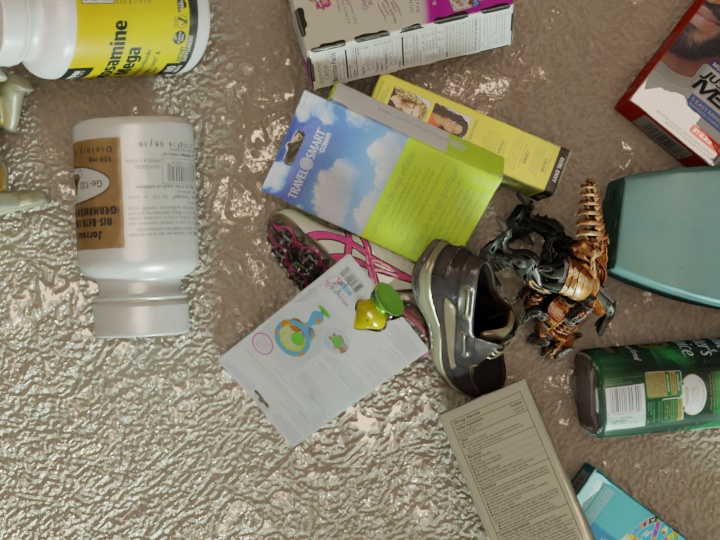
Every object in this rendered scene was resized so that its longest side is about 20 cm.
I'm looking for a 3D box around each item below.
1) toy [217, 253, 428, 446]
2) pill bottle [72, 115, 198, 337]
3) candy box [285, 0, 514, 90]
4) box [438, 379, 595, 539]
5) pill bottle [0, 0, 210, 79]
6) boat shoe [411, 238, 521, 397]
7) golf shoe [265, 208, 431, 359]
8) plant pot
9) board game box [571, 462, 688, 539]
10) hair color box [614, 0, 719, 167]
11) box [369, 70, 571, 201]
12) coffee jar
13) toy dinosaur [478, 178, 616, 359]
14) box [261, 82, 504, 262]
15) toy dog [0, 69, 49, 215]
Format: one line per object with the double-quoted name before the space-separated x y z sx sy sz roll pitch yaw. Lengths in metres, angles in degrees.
"toy" -0.032 0.073 1.293 0.115 0.047 0.200 50 127 -3
"pill bottle" -0.209 -0.040 1.272 0.114 0.114 0.202 -3 90 -5
"candy box" 0.032 -0.259 1.289 0.199 0.061 0.137 -13 57 -5
"box" 0.156 0.214 1.287 0.094 0.078 0.201 -22 75 6
"pill bottle" -0.246 -0.231 1.231 0.199 0.112 0.113 -9 91 -36
"boat shoe" 0.107 0.056 1.269 0.073 0.200 0.075 13 56 34
"golf shoe" 0.000 0.000 1.320 0.200 0.073 0.092 36 55 1
"plant pot" 0.338 -0.031 1.306 0.199 0.141 0.142 7 89 -2
"board game box" 0.261 0.312 1.343 0.200 0.047 0.151 37 88 -4
"hair color box" 0.359 -0.209 1.344 0.111 0.064 0.200 37 86 -3
"box" 0.099 -0.129 1.319 0.199 0.075 0.050 22 87 -3
"coffee jar" 0.313 0.112 1.319 0.199 0.104 0.086 -4 93 -5
"toy dinosaur" 0.190 -0.006 1.293 0.135 0.102 0.201 28 113 16
"box" 0.021 -0.089 1.278 0.199 0.048 0.122 24 121 -4
"toy dog" -0.394 -0.145 1.262 0.193 0.139 0.201 -9 91 23
